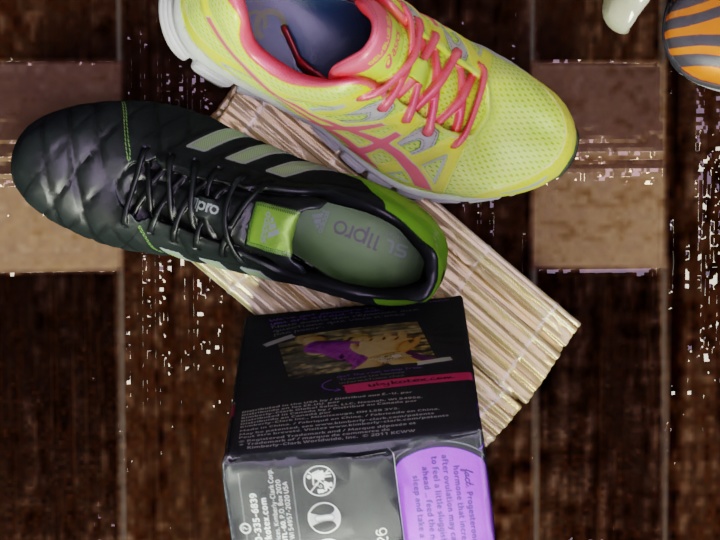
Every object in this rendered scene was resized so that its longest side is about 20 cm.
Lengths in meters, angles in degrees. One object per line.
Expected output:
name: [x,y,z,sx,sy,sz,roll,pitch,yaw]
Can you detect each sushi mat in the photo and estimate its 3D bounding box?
sushi mat: [0.000,0.000,1.231,0.200,0.012,0.096,40,92,-9]

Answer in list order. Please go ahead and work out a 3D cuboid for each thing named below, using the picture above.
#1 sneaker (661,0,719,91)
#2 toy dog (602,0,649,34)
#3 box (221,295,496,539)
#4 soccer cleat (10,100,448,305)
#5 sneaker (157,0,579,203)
sneaker: [0.227,-0.125,1.174,0.199,0.112,0.078,-10,88,12]
toy dog: [0.079,-0.228,1.152,0.200,0.140,0.194,28,80,-9]
box: [0.003,0.097,1.140,0.106,0.200,0.123,-6,104,2]
soccer cleat: [-0.055,-0.029,1.174,0.199,0.081,0.068,14,96,-7]
sneaker: [0.009,-0.086,1.175,0.199,0.090,0.078,21,80,-13]
